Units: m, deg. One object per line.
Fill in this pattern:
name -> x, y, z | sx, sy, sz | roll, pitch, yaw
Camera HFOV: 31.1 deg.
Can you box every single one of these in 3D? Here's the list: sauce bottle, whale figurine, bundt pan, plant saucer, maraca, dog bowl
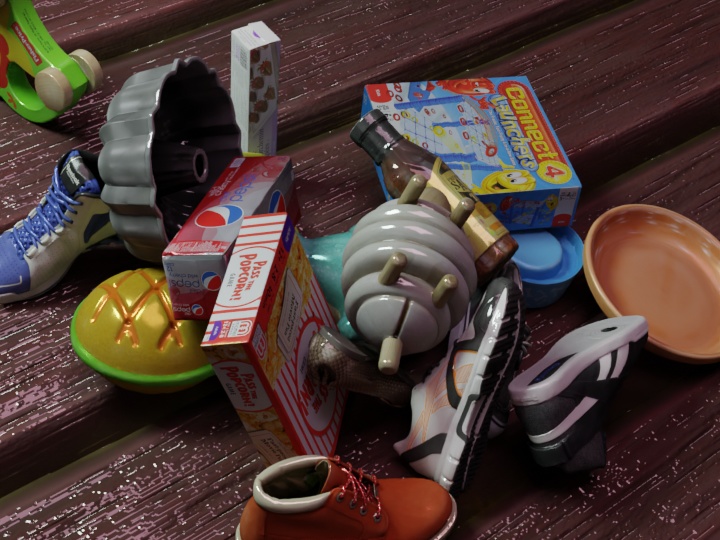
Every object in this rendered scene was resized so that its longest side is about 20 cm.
sauce bottle -> 0.069, -0.075, 1.270 | 0.200, 0.066, 0.066 | 48, 52, 8
whale figurine -> 0.000, 0.000, 1.273 | 0.197, 0.104, 0.160 | 21, 42, -12
bundt pan -> -0.183, -0.098, 1.220 | 0.075, 0.204, 0.203 | 0, 40, 19
plant saucer -> 0.320, 0.018, 1.360 | 0.197, 0.038, 0.202 | 12, 48, -14
maraca -> -0.169, 0.058, 1.202 | 0.197, 0.108, 0.138 | 6, 44, -5
dog bowl -> 0.148, -0.034, 1.396 | 0.199, 0.050, 0.111 | 39, 51, 26

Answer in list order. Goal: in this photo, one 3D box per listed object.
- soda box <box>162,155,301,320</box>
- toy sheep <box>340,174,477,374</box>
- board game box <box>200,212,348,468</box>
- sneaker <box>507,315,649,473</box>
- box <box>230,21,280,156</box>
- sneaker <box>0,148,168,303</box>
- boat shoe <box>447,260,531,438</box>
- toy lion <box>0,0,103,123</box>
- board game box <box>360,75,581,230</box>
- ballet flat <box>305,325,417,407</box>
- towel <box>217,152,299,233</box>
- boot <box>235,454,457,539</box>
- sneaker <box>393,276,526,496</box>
soda box -> -0.115, -0.033, 1.193 | 0.062, 0.071, 0.201 | 1, 30, 16
toy sheep -> 0.043, 0.005, 1.154 | 0.136, 0.139, 0.202 | 16, 51, 7
board game box -> -0.067, 0.076, 1.132 | 0.046, 0.201, 0.153 | -5, 44, 19
sneaker -> 0.215, 0.124, 1.221 | 0.072, 0.114, 0.199 | -7, 15, 47
box -> -0.113, -0.169, 1.375 | 0.038, 0.202, 0.042 | -22, 51, -26
sneaker -> -0.288, -0.060, 1.263 | 0.197, 0.116, 0.081 | -27, 60, -9
boat shoe -> 0.130, 0.065, 1.254 | 0.072, 0.070, 0.202 | 39, 36, -37
toy lion -> -0.401, -0.253, 1.449 | 0.069, 0.191, 0.201 | -41, 103, -39
board game box -> 0.115, -0.127, 1.407 | 0.193, 0.056, 0.202 | -5, 45, -13
ballet flat -> 0.002, 0.095, 1.171 | 0.067, 0.200, 0.047 | 37, 92, 26
towel -> -0.092, -0.039, 1.322 | 0.085, 0.018, 0.202 | -3, 59, -44
boot -> -0.005, 0.199, 1.092 | 0.197, 0.108, 0.076 | -6, 44, -18
sneaker -> 0.087, 0.097, 1.162 | 0.079, 0.203, 0.073 | 24, 9, 28
